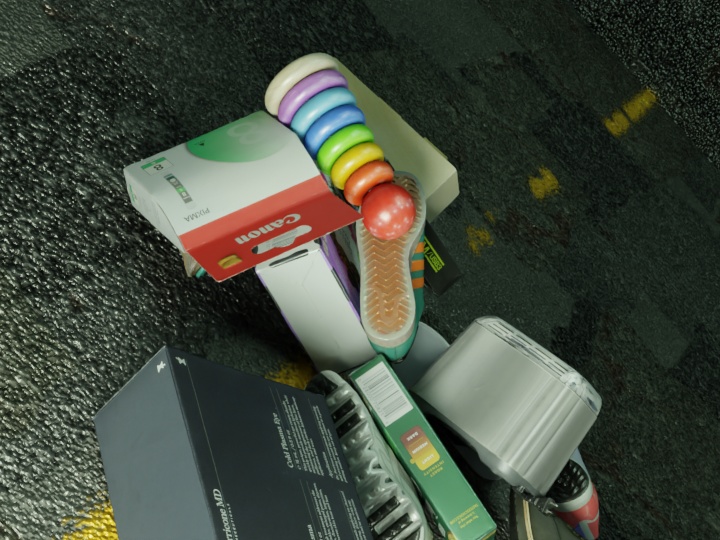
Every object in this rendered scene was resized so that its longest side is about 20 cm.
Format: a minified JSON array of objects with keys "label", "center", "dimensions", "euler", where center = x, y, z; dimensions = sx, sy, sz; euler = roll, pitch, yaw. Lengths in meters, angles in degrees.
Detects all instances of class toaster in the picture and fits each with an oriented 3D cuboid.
[{"label":"toaster","center":[0.152,0.139,1.435],"dimensions":[0.200,0.130,0.114],"euler":[35,-5,38]}]

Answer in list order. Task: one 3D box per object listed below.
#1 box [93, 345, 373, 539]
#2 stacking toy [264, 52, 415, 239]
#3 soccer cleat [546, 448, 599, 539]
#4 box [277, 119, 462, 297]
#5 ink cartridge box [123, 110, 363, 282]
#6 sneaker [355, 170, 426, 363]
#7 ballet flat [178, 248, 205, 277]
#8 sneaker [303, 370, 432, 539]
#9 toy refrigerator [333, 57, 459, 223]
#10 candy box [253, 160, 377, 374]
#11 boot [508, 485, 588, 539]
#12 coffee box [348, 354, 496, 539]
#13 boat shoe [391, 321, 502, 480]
[{"label":"box","center":[-0.096,0.185,1.128],"dimensions":[0.181,0.104,0.201],"euler":[24,34,-42]},{"label":"stacking toy","center":[-0.010,-0.117,1.402],"dimensions":[0.201,0.085,0.085],"euler":[54,26,19]},{"label":"soccer cleat","center":[0.227,0.231,1.620],"dimensions":[0.200,0.068,0.074],"euler":[-104,171,-66]},{"label":"box","center":[0.009,-0.080,1.584],"dimensions":[0.200,0.047,0.194],"euler":[38,-14,51]},{"label":"ink cartridge box","center":[-0.114,-0.075,1.347],"dimensions":[0.200,0.160,0.050],"euler":[36,-35,51]},{"label":"sneaker","center":[0.030,-0.001,1.424],"dimensions":[0.080,0.071,0.202],"euler":[83,11,-59]},{"label":"ballet flat","center":[-0.150,-0.043,1.424],"dimensions":[0.067,0.068,0.200],"euler":[43,15,0]},{"label":"sneaker","center":[0.004,0.187,1.337],"dimensions":[0.201,0.075,0.081],"euler":[61,15,22]},{"label":"toy refrigerator","center":[0.021,-0.145,1.607],"dimensions":[0.200,0.070,0.076],"euler":[45,-9,18]},{"label":"candy box","center":[-0.049,-0.022,1.458],"dimensions":[0.201,0.071,0.168],"euler":[-99,165,-47]},{"label":"boot","center":[0.225,0.284,1.445],"dimensions":[0.078,0.137,0.201],"euler":[86,-1,-51]},{"label":"coffee box","center":[0.060,0.185,1.381],"dimensions":[0.201,0.044,0.123],"euler":[56,-7,15]},{"label":"boat shoe","center":[0.103,0.142,1.556],"dimensions":[0.201,0.073,0.065],"euler":[58,13,11]}]
